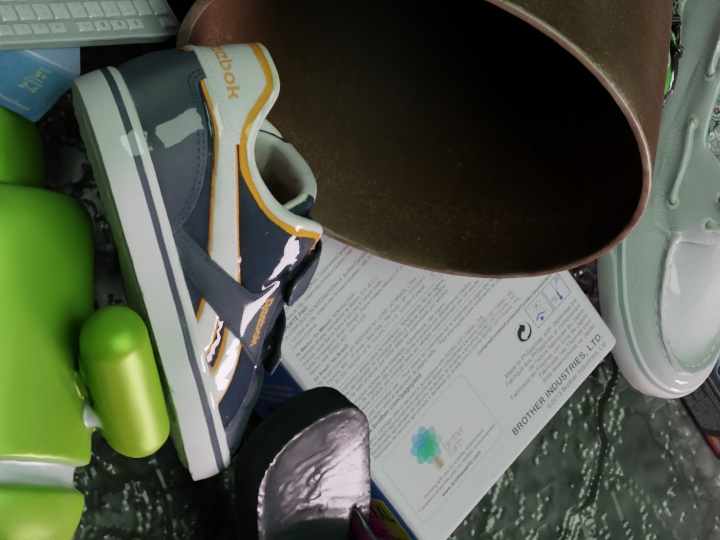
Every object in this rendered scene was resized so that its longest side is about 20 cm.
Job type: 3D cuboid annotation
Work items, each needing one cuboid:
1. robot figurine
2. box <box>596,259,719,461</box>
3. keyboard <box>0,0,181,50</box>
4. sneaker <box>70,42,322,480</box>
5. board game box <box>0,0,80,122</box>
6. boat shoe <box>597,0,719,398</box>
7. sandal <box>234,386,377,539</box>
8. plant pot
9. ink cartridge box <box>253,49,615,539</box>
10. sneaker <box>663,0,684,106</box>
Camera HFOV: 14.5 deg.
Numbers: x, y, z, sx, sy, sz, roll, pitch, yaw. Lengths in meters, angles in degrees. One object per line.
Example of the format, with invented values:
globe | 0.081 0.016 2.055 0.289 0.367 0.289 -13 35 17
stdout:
robot figurine | -0.159 0.036 1.068 0.175 0.116 0.201 1 84 5
box | 0.167 -0.018 1.326 0.110 0.035 0.200 -43 114 -22
keyboard | -0.145 -0.102 1.005 0.200 0.011 0.056 -8 67 -49
sneaker | -0.051 -0.001 1.067 0.079 0.079 0.200 -19 138 -10
board game box | -0.194 -0.156 1.040 0.199 0.037 0.152 25 42 -32
boat shoe | 0.161 -0.041 1.258 0.072 0.068 0.201 17 85 -32
sandal | -0.014 0.129 1.162 0.075 0.048 0.201 -36 147 -20
plant pot | 0.048 -0.133 1.102 0.187 0.187 0.201 39 55 -28
ink cartridge box | 0.000 0.000 1.198 0.136 0.076 0.200 -47 117 -22
sneaker | 0.115 -0.115 1.200 0.078 0.085 0.201 12 99 -33
